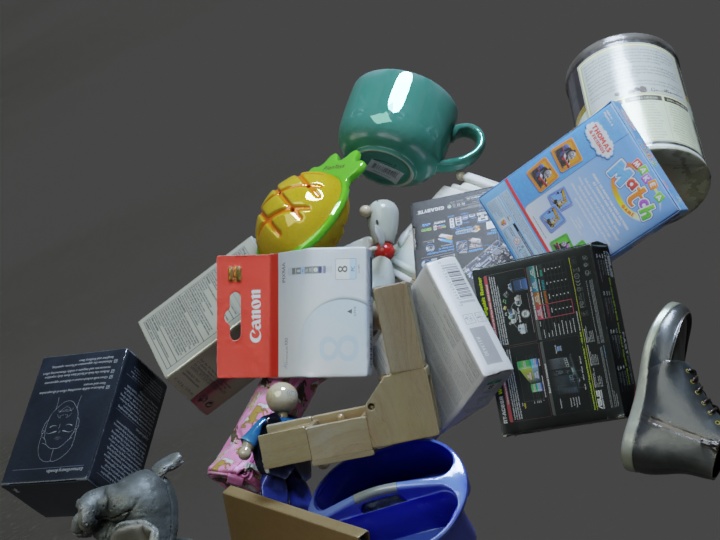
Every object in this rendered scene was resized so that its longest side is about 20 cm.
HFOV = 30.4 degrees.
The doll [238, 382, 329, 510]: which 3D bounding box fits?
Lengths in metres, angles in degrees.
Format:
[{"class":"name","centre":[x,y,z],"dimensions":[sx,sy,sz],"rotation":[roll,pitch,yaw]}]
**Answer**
[{"class":"doll","centre":[-0.087,0.234,1.603],"dimensions":[0.048,0.136,0.200],"rotation":[-26,65,44]}]

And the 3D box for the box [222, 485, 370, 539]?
[{"class":"box","centre":[-0.064,0.336,1.491],"dimensions":[0.200,0.164,0.021],"rotation":[11,30,37]}]

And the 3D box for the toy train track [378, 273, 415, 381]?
[{"class":"toy train track","centre":[0.084,0.058,1.686],"dimensions":[0.115,0.033,0.200],"rotation":[27,77,32]}]

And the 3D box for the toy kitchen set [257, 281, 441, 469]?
[{"class":"toy kitchen set","centre":[-0.019,0.122,1.547],"dimensions":[0.200,0.163,0.181],"rotation":[-12,88,5]}]

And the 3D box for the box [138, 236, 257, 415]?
[{"class":"box","centre":[-0.177,0.075,1.791],"dimensions":[0.200,0.109,0.128],"rotation":[-37,45,1]}]

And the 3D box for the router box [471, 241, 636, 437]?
[{"class":"router box","centre":[0.220,0.079,1.502],"dimensions":[0.150,0.062,0.200],"rotation":[-13,84,29]}]

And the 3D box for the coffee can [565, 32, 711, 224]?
[{"class":"coffee can","centre":[0.339,-0.172,1.637],"dimensions":[0.146,0.146,0.200],"rotation":[-19,48,18]}]

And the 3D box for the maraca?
[{"class":"maraca","centre":[-0.066,-0.083,1.750],"dimensions":[0.137,0.107,0.200],"rotation":[0,49,47]}]

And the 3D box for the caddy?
[{"class":"caddy","centre":[0.037,0.272,1.506],"dimensions":[0.200,0.105,0.141],"rotation":[-20,47,18]}]

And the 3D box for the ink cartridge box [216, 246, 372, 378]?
[{"class":"ink cartridge box","centre":[-0.085,0.054,1.643],"dimensions":[0.200,0.047,0.160],"rotation":[-1,84,7]}]

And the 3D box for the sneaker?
[{"class":"sneaker","centre":[0.361,0.133,1.448],"dimensions":[0.106,0.075,0.200],"rotation":[7,69,30]}]

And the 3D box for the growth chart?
[{"class":"growth chart","centre":[0.120,-0.051,1.769],"dimensions":[0.200,0.018,0.145],"rotation":[-46,46,-8]}]

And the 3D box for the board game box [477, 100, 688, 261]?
[{"class":"board game box","centre":[0.254,-0.077,1.537],"dimensions":[0.200,0.037,0.151],"rotation":[-36,74,27]}]

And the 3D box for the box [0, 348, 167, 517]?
[{"class":"box","centre":[-0.371,0.221,1.798],"dimensions":[0.148,0.107,0.200],"rotation":[-7,52,27]}]

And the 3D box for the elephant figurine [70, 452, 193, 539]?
[{"class":"elephant figurine","centre":[-0.262,0.357,1.631],"dimensions":[0.141,0.155,0.200],"rotation":[-9,48,-33]}]

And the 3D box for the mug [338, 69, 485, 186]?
[{"class":"mug","centre":[0.060,-0.185,1.815],"dimensions":[0.185,0.152,0.114],"rotation":[0,58,32]}]

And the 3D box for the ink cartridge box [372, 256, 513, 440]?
[{"class":"ink cartridge box","centre":[0.091,0.106,1.563],"dimensions":[0.050,0.200,0.161],"rotation":[-10,59,-28]}]

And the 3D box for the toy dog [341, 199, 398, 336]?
[{"class":"toy dog","centre":[0.000,0.000,1.717],"dimensions":[0.132,0.096,0.200],"rotation":[-48,38,34]}]

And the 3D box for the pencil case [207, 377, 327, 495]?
[{"class":"pencil case","centre":[-0.115,0.191,1.681],"dimensions":[0.087,0.083,0.200],"rotation":[10,61,38]}]

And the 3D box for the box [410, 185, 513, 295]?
[{"class":"box","centre":[0.167,-0.009,1.645],"dimensions":[0.200,0.050,0.199],"rotation":[-11,62,13]}]
